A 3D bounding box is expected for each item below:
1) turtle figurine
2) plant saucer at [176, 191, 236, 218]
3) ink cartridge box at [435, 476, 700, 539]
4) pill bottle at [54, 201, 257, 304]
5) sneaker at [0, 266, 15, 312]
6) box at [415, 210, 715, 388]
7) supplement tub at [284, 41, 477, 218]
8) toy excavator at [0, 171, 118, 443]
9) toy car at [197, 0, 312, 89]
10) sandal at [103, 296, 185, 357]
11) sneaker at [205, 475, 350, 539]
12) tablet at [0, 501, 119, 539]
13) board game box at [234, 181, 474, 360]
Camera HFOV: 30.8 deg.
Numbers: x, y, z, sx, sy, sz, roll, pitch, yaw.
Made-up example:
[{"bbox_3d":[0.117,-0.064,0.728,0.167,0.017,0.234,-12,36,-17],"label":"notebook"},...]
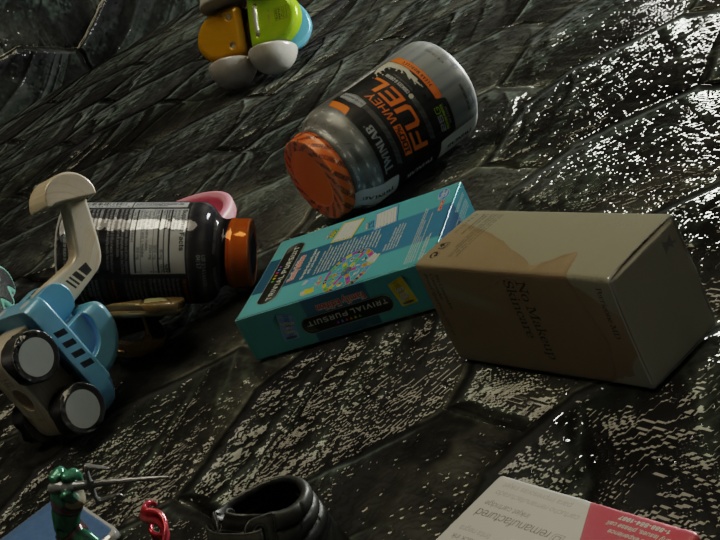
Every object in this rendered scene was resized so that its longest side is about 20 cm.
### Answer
[{"bbox_3d":[-0.192,0.219,0.866,0.199,0.101,0.151,-23,62,14],"label":"turtle figurine"},{"bbox_3d":[-0.227,-0.019,1.504,0.199,0.051,0.201,-23,23,10],"label":"plant saucer"},{"bbox_3d":[0.063,0.201,0.616,0.200,0.085,0.145,-40,25,-26],"label":"ink cartridge box"},{"bbox_3d":[-0.207,-0.018,1.351,0.198,0.107,0.106,0,25,3],"label":"pill bottle"},{"bbox_3d":[-0.528,0.067,1.624,0.139,0.078,0.200,-14,25,29],"label":"sneaker"},{"bbox_3d":[0.142,0.016,0.932,0.078,0.096,0.199,-39,23,-28],"label":"box"},{"bbox_3d":[0.022,-0.149,1.406,0.200,0.123,0.122,-38,24,-25],"label":"supplement tub"},{"bbox_3d":[-0.283,0.035,1.236,0.099,0.195,0.200,-17,27,47],"label":"toy excavator"},{"bbox_3d":[-0.169,-0.400,2.196,0.198,0.177,0.150,-15,-12,30],"label":"toy car"},{"bbox_3d":[-0.233,0.064,1.315,0.080,0.055,0.199,-8,-10,-36],"label":"sandal"},{"bbox_3d":[-0.074,0.201,0.756,0.070,0.100,0.200,-6,31,38],"label":"sneaker"},{"bbox_3d":[-0.288,0.251,1.013,0.199,0.014,0.130,-37,23,-24],"label":"tablet"},{"bbox_3d":[0.000,0.000,1.196,0.198,0.047,0.151,-18,23,24],"label":"board game box"}]
